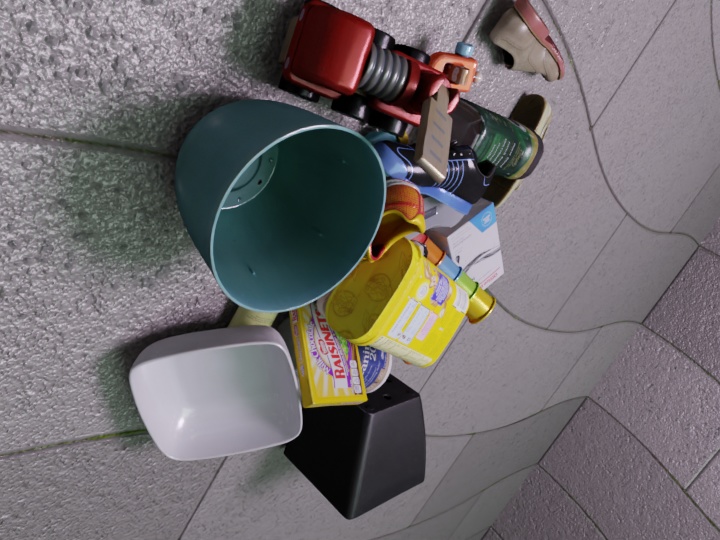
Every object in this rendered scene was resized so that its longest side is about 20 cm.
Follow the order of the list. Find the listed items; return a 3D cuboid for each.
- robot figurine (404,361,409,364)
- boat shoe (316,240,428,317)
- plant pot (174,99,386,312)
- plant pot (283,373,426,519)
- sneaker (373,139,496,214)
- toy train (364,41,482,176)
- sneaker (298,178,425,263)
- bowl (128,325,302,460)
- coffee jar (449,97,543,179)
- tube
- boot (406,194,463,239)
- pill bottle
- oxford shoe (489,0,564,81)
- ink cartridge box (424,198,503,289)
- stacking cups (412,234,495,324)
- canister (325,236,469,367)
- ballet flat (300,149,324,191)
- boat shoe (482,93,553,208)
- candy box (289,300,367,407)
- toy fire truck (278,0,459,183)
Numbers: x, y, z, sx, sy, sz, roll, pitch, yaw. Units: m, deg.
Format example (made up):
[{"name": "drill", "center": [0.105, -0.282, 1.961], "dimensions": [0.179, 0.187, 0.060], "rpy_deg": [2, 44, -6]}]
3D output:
[{"name": "robot figurine", "center": [0.093, 0.072, 0.937], "dimensions": [0.116, 0.144, 0.200], "rpy_deg": [-31, 145, 9]}, {"name": "boat shoe", "center": [0.000, 0.000, 0.790], "dimensions": [0.199, 0.093, 0.075], "rpy_deg": [-25, 131, -32]}, {"name": "plant pot", "center": [-0.099, -0.085, 0.562], "dimensions": [0.200, 0.161, 0.202], "rpy_deg": [-27, 139, -27]}, {"name": "plant pot", "center": [0.004, 0.286, 0.978], "dimensions": [0.199, 0.199, 0.179], "rpy_deg": [-7, 116, -42]}, {"name": "sneaker", "center": [0.096, -0.136, 0.679], "dimensions": [0.199, 0.070, 0.078], "rpy_deg": [14, 118, -45]}, {"name": "toy train", "center": [0.075, -0.195, 0.693], "dimensions": [0.149, 0.056, 0.201], "rpy_deg": [7, 121, -20]}, {"name": "sneaker", "center": [-0.015, -0.038, 0.641], "dimensions": [0.199, 0.078, 0.073], "rpy_deg": [-27, 141, 30]}, {"name": "bowl", "center": [-0.183, 0.153, 0.708], "dimensions": [0.198, 0.075, 0.201], "rpy_deg": [-9, 125, -7]}, {"name": "coffee jar", "center": [0.193, -0.196, 0.816], "dimensions": [0.199, 0.104, 0.086], "rpy_deg": [1, 124, -45]}, {"name": "tube", "center": [-0.171, 0.111, 0.754], "dimensions": [0.201, 0.058, 0.052], "rpy_deg": [-58, 178, 19]}, {"name": "boot", "center": [0.075, -0.097, 0.794], "dimensions": [0.199, 0.095, 0.074], "rpy_deg": [-20, 119, -46]}, {"name": "pill bottle", "center": [-0.042, 0.130, 0.849], "dimensions": [0.111, 0.111, 0.200], "rpy_deg": [-54, 143, 7]}, {"name": "oxford shoe", "center": [0.250, -0.331, 0.808], "dimensions": [0.075, 0.071, 0.199], "rpy_deg": [-34, 152, 25]}, {"name": "ink cartridge box", "center": [0.191, -0.021, 0.964], "dimensions": [0.116, 0.067, 0.201], "rpy_deg": [-36, 129, -20]}, {"name": "stacking cups", "center": [0.132, 0.004, 0.877], "dimensions": [0.200, 0.061, 0.061], "rpy_deg": [41, 90, -13]}, {"name": "canister", "center": [0.061, 0.049, 0.744], "dimensions": [0.149, 0.086, 0.200], "rpy_deg": [-58, 141, 0]}, {"name": "ballet flat", "center": [-0.055, -0.080, 0.700], "dimensions": [0.067, 0.067, 0.201], "rpy_deg": [-1, 133, -18]}, {"name": "boat shoe", "center": [0.270, -0.197, 0.925], "dimensions": [0.063, 0.073, 0.202], "rpy_deg": [9, 106, -49]}, {"name": "candy box", "center": [-0.050, 0.086, 0.746], "dimensions": [0.102, 0.201, 0.026], "rpy_deg": [8, 152, -43]}, {"name": "toy fire truck", "center": [0.020, -0.179, 0.532], "dimensions": [0.175, 0.200, 0.129], "rpy_deg": [15, 103, -28]}]
